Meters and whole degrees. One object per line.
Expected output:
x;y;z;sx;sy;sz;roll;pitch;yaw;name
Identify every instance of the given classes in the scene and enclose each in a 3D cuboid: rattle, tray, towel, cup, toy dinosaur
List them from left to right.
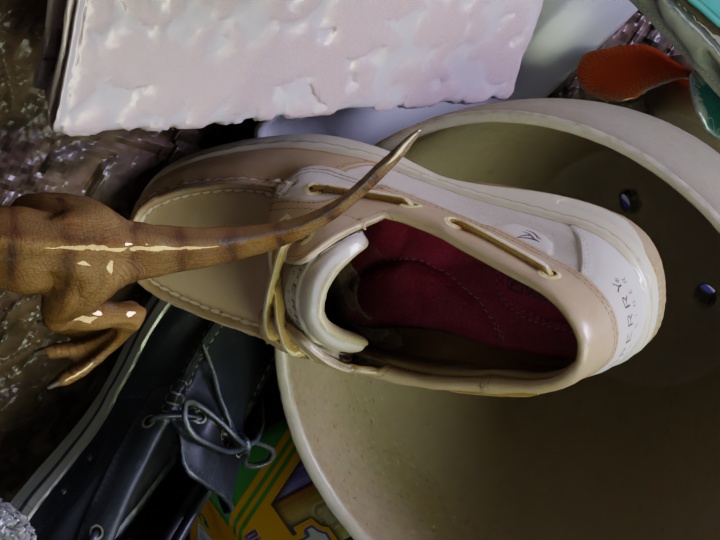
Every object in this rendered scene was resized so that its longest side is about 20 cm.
-0.086;-0.004;0.720;0.198;0.061;0.106;1;162;-11;toy dinosaur
-0.006;-0.139;0.717;0.199;0.032;0.192;-7;123;-37;towel
0.049;-0.099;0.838;0.200;0.022;0.107;-44;145;0;tray
0.087;0.018;0.839;0.143;0.199;0.201;-37;154;-57;cup
0.187;-0.090;0.922;0.200;0.130;0.143;34;97;-36;rattle

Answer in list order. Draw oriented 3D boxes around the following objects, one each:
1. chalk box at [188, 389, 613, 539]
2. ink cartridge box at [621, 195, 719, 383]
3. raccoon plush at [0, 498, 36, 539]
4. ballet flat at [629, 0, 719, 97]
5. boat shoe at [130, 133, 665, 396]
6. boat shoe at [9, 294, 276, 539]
0.040;0.113;0.939;0.199;0.124;0.125;-26;152;-22;chalk box
0.156;0.096;0.985;0.043;0.197;0.201;-25;140;-20;ink cartridge box
-0.145;0.046;0.636;0.097;0.134;0.200;-48;-179;-25;raccoon plush
0.148;-0.092;0.818;0.067;0.064;0.200;-47;118;1;ballet flat
0.000;0.000;0.751;0.069;0.198;0.074;-36;128;-58;boat shoe
-0.067;0.062;0.835;0.201;0.062;0.075;-54;149;-11;boat shoe
